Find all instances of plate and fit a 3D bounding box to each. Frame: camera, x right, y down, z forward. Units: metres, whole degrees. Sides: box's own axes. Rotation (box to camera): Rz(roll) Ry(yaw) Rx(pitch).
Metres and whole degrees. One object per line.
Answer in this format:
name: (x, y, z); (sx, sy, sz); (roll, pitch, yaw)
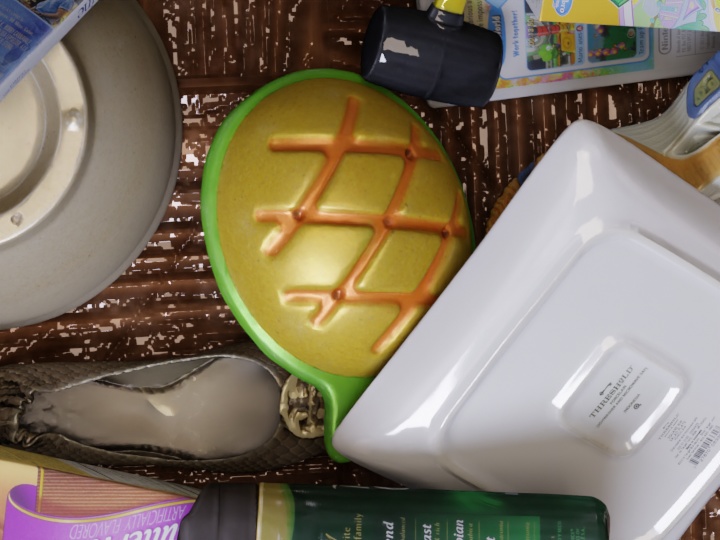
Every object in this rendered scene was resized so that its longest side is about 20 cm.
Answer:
plate: (0.120, 0.054, 1.175); (0.200, 0.032, 0.200); (29, 105, -28)

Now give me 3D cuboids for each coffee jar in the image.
coffee jar: (0.013, 0.143, 1.136); (0.199, 0.104, 0.086); (2, 76, -3)

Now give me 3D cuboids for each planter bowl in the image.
planter bowl: (-0.184, -0.068, 1.161); (0.199, 0.135, 0.201); (0, 92, -4)

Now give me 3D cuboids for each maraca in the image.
maraca: (0.000, 0.000, 1.188); (0.137, 0.107, 0.201); (-29, 99, -20)

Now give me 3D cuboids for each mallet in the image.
mallet: (0.067, -0.167, 1.156); (0.066, 0.041, 0.200); (19, 113, -18)

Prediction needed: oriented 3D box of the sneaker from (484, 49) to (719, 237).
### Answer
sneaker: (0.157, -0.044, 1.214); (0.200, 0.088, 0.075); (-30, 73, 21)

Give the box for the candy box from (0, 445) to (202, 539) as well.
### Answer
candy box: (-0.159, 0.146, 1.167); (0.199, 0.056, 0.117); (16, 89, -30)

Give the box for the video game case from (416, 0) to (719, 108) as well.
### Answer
video game case: (0.114, -0.180, 1.186); (0.181, 0.024, 0.201); (-7, 122, -3)

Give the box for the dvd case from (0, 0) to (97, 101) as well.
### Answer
dvd case: (-0.167, -0.171, 1.115); (0.142, 0.018, 0.200); (33, 57, 8)

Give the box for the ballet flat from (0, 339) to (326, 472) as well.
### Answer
ballet flat: (-0.095, 0.068, 1.213); (0.199, 0.046, 0.068); (0, 92, -4)

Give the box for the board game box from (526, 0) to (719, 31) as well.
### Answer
board game box: (0.159, -0.208, 1.137); (0.134, 0.034, 0.201); (1, 121, -14)
